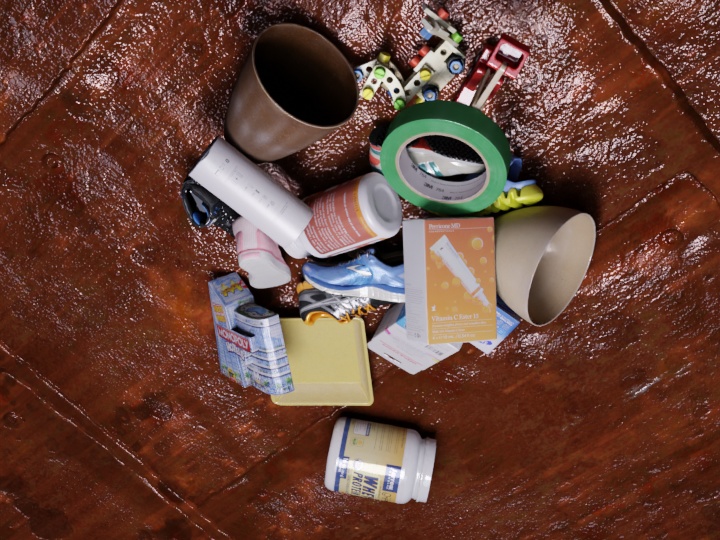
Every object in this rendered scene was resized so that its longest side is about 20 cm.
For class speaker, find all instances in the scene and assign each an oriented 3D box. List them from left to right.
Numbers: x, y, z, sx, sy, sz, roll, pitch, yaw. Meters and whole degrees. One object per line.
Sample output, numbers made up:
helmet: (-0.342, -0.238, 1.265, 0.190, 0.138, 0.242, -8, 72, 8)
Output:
speaker: (-0.173, -0.124, 1.629, 0.200, 0.081, 0.081, 37, 119, -14)

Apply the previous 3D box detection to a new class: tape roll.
tape roll: (0.132, -0.173, 1.579, 0.200, 0.048, 0.201, 12, 141, 10)

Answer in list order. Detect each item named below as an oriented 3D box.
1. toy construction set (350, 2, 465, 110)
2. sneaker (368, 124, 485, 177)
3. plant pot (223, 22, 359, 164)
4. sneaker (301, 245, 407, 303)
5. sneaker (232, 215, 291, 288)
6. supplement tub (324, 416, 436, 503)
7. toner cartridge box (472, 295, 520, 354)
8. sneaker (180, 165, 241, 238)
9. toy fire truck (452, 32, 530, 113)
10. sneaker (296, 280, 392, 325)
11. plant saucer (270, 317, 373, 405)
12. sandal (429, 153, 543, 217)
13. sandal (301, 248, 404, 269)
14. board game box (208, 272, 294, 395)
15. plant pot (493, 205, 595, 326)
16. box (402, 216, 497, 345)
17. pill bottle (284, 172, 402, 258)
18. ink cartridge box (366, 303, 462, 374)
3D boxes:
toy construction set: (0.087, -0.328, 1.579, 0.131, 0.092, 0.200, 38, 130, -13)
sneaker: (0.110, -0.180, 1.679, 0.200, 0.070, 0.093, 8, 139, 2)
plant pot: (-0.132, -0.256, 1.612, 0.187, 0.187, 0.200, 37, 139, -13)
sneaker: (0.000, 0.000, 1.715, 0.200, 0.079, 0.089, 5, 95, 7)
sneaker: (-0.169, -0.038, 1.742, 0.075, 0.105, 0.200, -11, 163, 4)
supplement tub: (0.039, 0.369, 1.962, 0.200, 0.144, 0.145, 10, 121, 4)
toner cartridge box: (0.179, 0.057, 1.813, 0.200, 0.043, 0.095, 34, 122, -11)
sneaker: (-0.237, -0.086, 1.756, 0.073, 0.112, 0.200, -36, 109, 27)
toy fire truck: (0.188, -0.279, 1.554, 0.049, 0.141, 0.200, 26, 121, -7)
sneaker: (-0.018, 0.057, 1.808, 0.200, 0.077, 0.078, -4, 161, 21)
plant saucer: (-0.079, 0.162, 1.914, 0.200, 0.048, 0.200, -1, 120, 9)
sandal: (0.202, -0.137, 1.686, 0.200, 0.079, 0.087, -12, 83, 23)
sandal: (-0.004, -0.020, 1.784, 0.200, 0.055, 0.082, -9, 159, 16)
board game box: (-0.209, 0.113, 1.848, 0.062, 0.200, 0.200, -22, 111, -27)
plant pot: (0.279, -0.026, 1.682, 0.134, 0.200, 0.200, 28, 128, 33)
box: (0.145, 0.014, 1.648, 0.124, 0.097, 0.200, -3, 93, -18)
pill bottle: (-0.038, -0.086, 1.714, 0.200, 0.112, 0.112, -17, 117, 34)
ink cartridge box: (0.100, 0.112, 1.814, 0.115, 0.068, 0.200, 32, 154, -9)
